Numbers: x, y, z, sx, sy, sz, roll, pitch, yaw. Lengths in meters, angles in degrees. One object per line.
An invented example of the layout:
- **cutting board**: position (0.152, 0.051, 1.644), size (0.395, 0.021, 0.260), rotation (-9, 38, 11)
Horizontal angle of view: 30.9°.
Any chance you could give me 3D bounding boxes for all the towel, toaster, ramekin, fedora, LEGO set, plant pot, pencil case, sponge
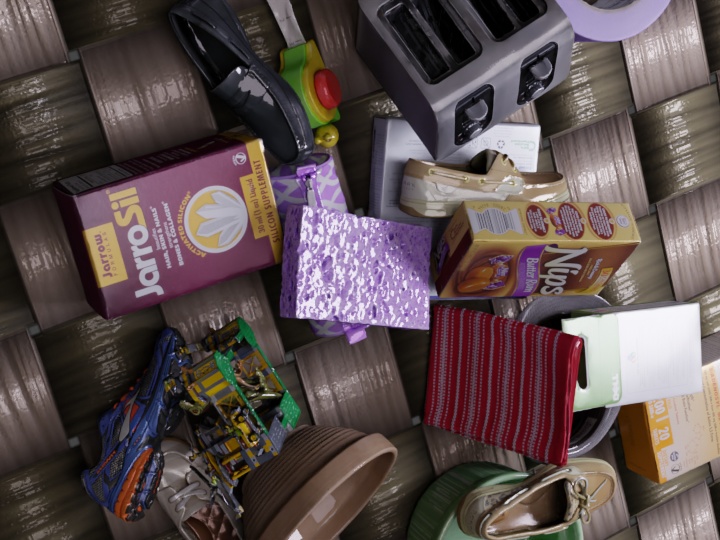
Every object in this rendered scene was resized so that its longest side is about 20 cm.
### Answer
- **towel**: position (0.152, 0.124, 1.434), size (0.022, 0.199, 0.146), rotation (-3, 102, -48)
- **toaster**: position (0.102, -0.247, 1.357), size (0.180, 0.119, 0.201), rotation (-32, 76, -9)
- **ramekin**: position (0.150, 0.320, 1.516), size (0.198, 0.098, 0.202), rotation (-4, 100, -23)
- **fedora**: position (0.217, 0.120, 1.516), size (0.175, 0.090, 0.202), rotation (1, 91, -25)
- **LEGO set**: position (-0.147, 0.144, 1.314), size (0.115, 0.200, 0.154), rotation (-31, 106, 10)
- **plant pot**: position (-0.061, 0.232, 1.390), size (0.201, 0.201, 0.093), rotation (-44, 71, -12)
- **pencil case**: position (-0.040, -0.027, 1.382), size (0.083, 0.085, 0.202), rotation (-25, 108, -19)
- **sponge**: position (0.000, 0.000, 1.345), size (0.199, 0.030, 0.113), rotation (7, 85, -45)

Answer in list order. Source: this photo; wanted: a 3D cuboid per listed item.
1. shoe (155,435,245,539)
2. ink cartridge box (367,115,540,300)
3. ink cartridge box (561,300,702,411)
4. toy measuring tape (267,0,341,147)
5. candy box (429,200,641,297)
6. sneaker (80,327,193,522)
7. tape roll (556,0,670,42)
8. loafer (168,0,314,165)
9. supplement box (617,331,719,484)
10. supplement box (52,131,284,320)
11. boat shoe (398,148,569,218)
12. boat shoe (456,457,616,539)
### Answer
- **shoe**: position (-0.163, 0.261, 1.392), size (0.070, 0.053, 0.201), rotation (-36, 111, -15)
- **ink cartridge box**: position (0.103, -0.069, 1.462), size (0.198, 0.041, 0.202), rotation (1, 99, -24)
- **ink cartridge box**: position (0.291, 0.094, 1.465), size (0.198, 0.059, 0.105), rotation (-5, 95, -29)
- **toy measuring tape**: position (-0.071, -0.214, 1.342), size (0.073, 0.073, 0.201), rotation (-30, 112, -16)
- **candy box**: position (0.187, -0.022, 1.410), size (0.198, 0.117, 0.057), rotation (-2, 60, -19)
- **sneaker**: position (-0.230, 0.150, 1.333), size (0.078, 0.075, 0.202), rotation (16, 75, 14)
- **tape roll**: position (0.256, -0.357, 1.459), size (0.198, 0.085, 0.202), rotation (-4, 101, -24)
- **loafer**: position (-0.122, -0.187, 1.303), size (0.201, 0.068, 0.070), rotation (55, 40, -3)
- **supplement box**: position (0.420, 0.165, 1.623), size (0.198, 0.073, 0.127), rotation (-21, 107, -20)
- **supplement box**: position (-0.188, -0.050, 1.303), size (0.198, 0.103, 0.132), rotation (-20, 107, -19)
- **boat shoe**: position (0.138, -0.097, 1.410), size (0.198, 0.074, 0.067), rotation (-6, 107, -23)
- **boat shoe**: position (0.205, 0.261, 1.441), size (0.198, 0.063, 0.074), rotation (-14, 103, -21)
